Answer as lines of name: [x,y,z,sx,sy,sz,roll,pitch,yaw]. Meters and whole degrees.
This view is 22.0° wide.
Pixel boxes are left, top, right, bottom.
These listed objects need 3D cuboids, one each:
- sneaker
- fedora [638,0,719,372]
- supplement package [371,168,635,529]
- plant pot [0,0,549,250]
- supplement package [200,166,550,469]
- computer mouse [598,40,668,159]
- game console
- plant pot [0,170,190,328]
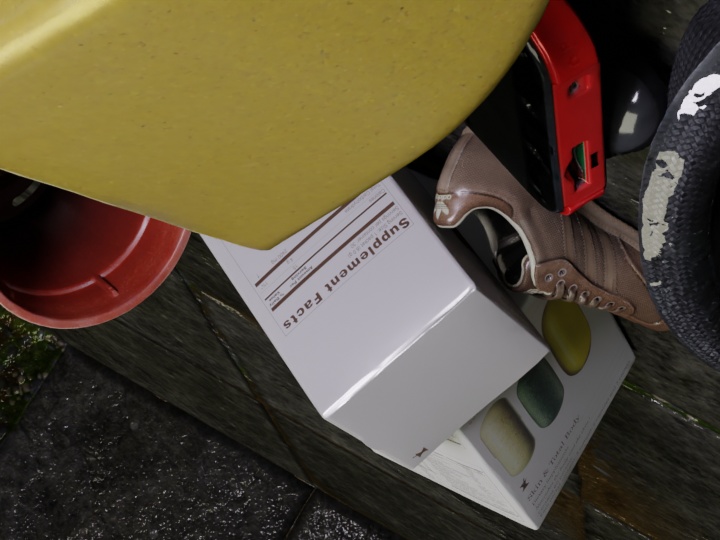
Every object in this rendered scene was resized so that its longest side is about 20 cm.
sneaker: [0.117,-0.009,1.116,0.200,0.076,0.070,39,165,-26]
fedora: [0.183,-0.051,0.731,0.201,0.200,0.092,43,-165,-39]
supplement package: [0.071,0.054,1.279,0.151,0.152,0.200,23,164,32]
plant pot: [-0.035,-0.143,0.672,0.200,0.195,0.195,-20,153,39]
supplement package: [0.000,0.000,1.137,0.200,0.120,0.121,54,-171,33]
computer mouse: [0.102,-0.079,0.961,0.059,0.034,0.200,56,165,-7]
game console: [0.051,-0.121,0.885,0.177,0.031,0.200,50,172,22]
plant pot: [-0.268,-0.079,1.520,0.201,0.201,0.195,43,171,-39]
